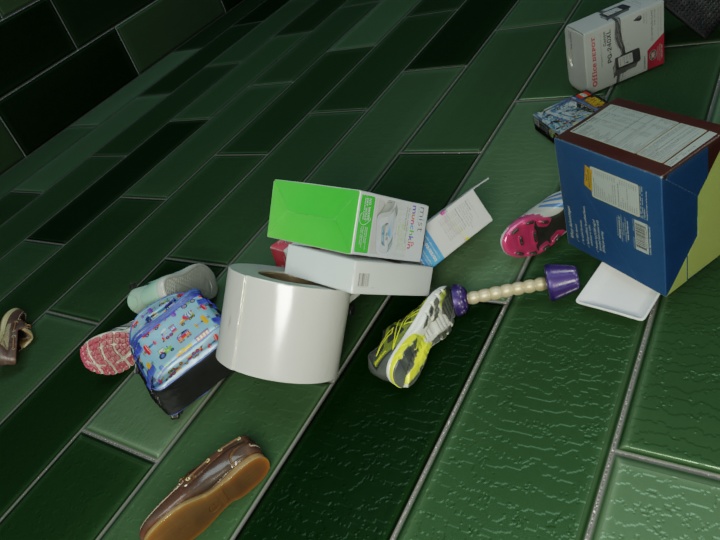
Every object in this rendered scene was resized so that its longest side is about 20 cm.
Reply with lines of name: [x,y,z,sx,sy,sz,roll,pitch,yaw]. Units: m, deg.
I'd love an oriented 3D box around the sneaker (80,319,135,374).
sneaker: [-0.437,0.137,1.270,0.195,0.083,0.074,-19,16,-18]

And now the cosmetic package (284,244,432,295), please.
cosmetic package: [0.000,0.000,1.046,0.148,0.053,0.197,11,5,40]

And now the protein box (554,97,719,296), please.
protein box: [0.410,-0.114,0.967,0.133,0.202,0.200,-30,35,-13]

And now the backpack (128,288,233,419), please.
backpack: [-0.314,0.117,1.140,0.180,0.136,0.200,-34,50,-16]

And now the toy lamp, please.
toy lamp: [0.244,0.029,1.041,0.194,0.059,0.059,-11,36,19]

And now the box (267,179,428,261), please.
box: [-0.020,-0.082,1.057,0.196,0.100,0.174,13,5,41]

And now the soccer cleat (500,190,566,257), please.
soccer cleat: [0.320,-0.084,1.147,0.196,0.071,0.086,-26,19,-9]

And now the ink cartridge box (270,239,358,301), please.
ink cartridge box: [-0.051,-0.029,1.247,0.197,0.085,0.144,16,43,43]

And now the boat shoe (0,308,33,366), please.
boat shoe: [-0.760,0.148,1.455,0.070,0.074,0.201,5,20,-14]

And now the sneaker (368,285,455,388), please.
sneaker: [0.079,0.092,1.034,0.083,0.076,0.200,4,40,41]

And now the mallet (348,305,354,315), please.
mallet: [-0.105,0.074,1.200,0.195,0.042,0.066,8,43,31]

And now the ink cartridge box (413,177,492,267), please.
ink cartridge box: [0.154,-0.072,1.168,0.198,0.069,0.115,-37,2,-18]

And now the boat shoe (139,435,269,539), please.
boat shoe: [-0.222,0.311,0.924,0.197,0.072,0.070,-31,42,-26]

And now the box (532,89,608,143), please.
box: [0.462,-0.301,1.362,0.134,0.041,0.202,-25,35,0]

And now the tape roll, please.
tape roll: [-0.119,0.078,1.026,0.196,0.144,0.203,10,6,-1]

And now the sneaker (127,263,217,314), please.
sneaker: [-0.373,0.038,1.304,0.115,0.076,0.200,-16,-2,21]

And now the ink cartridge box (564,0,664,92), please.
ink cartridge box: [0.569,-0.505,1.475,0.195,0.148,0.084,-23,36,-2]

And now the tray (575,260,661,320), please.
tray: [0.421,0.003,1.004,0.106,0.023,0.200,15,50,43]

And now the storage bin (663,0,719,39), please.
storage bin: [0.730,-0.632,1.494,0.094,0.196,0.137,-52,21,30]
